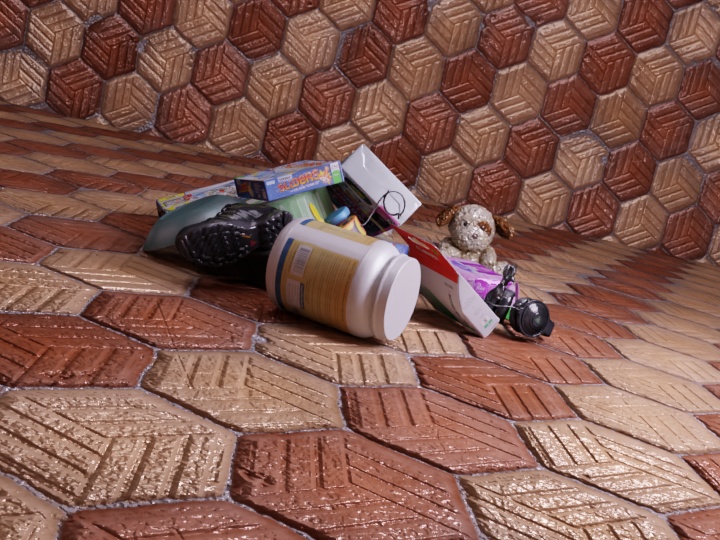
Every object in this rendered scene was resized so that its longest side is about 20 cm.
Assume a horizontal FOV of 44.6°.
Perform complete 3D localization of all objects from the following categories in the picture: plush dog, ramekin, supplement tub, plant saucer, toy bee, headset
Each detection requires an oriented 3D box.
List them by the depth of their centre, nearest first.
[{"bbox_3d":[-0.025,0.014,1.299,0.198,0.147,0.144,18,12,23],"label":"supplement tub"},{"bbox_3d":[-0.036,-0.063,1.424,0.131,0.200,0.109,40,35,-1],"label":"toy bee"},{"bbox_3d":[-0.291,-0.093,1.525,0.199,0.039,0.201,-19,16,6],"label":"plant saucer"},{"bbox_3d":[0.273,0.057,1.529,0.123,0.095,0.200,23,-4,33],"label":"headset"},{"bbox_3d":[-0.137,-0.092,1.599,0.198,0.099,0.200,-17,12,4],"label":"ramekin"},{"bbox_3d":[0.239,-0.056,1.905,0.197,0.174,0.161,12,10,-2],"label":"plush dog"}]

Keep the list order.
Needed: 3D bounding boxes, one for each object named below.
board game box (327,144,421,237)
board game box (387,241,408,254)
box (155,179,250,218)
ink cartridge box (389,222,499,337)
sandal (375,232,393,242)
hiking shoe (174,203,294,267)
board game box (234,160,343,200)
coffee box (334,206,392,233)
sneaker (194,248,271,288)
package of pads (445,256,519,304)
[{"bbox_3d":[0.010,-0.138,1.585,0.148,0.064,0.200,46,-13,-7],"label":"board game box"},{"bbox_3d":[0.000,0.000,1.519,0.134,0.035,0.200,12,29,9],"label":"board game box"},{"bbox_3d":[-0.292,-0.127,1.742,0.198,0.038,0.136,-17,30,-21],"label":"box"},{"bbox_3d":[0.128,0.017,1.485,0.200,0.050,0.161,44,-7,-32],"label":"ink cartridge box"},{"bbox_3d":[0.035,-0.035,1.792,0.079,0.055,0.200,13,-14,8],"label":"sandal"},{"bbox_3d":[-0.208,-0.061,1.396,0.198,0.077,0.100,-12,26,-31],"label":"hiking shoe"},{"bbox_3d":[-0.126,-0.154,1.492,0.134,0.035,0.200,-17,13,-20],"label":"board game box"},{"bbox_3d":[-0.041,-0.092,1.996,0.198,0.081,0.113,19,13,25],"label":"coffee box"},{"bbox_3d":[-0.168,-0.030,1.466,0.197,0.077,0.115,12,36,13],"label":"sneaker"},{"bbox_3d":[0.207,0.028,1.692,0.119,0.077,0.200,4,12,-21],"label":"package of pads"}]
